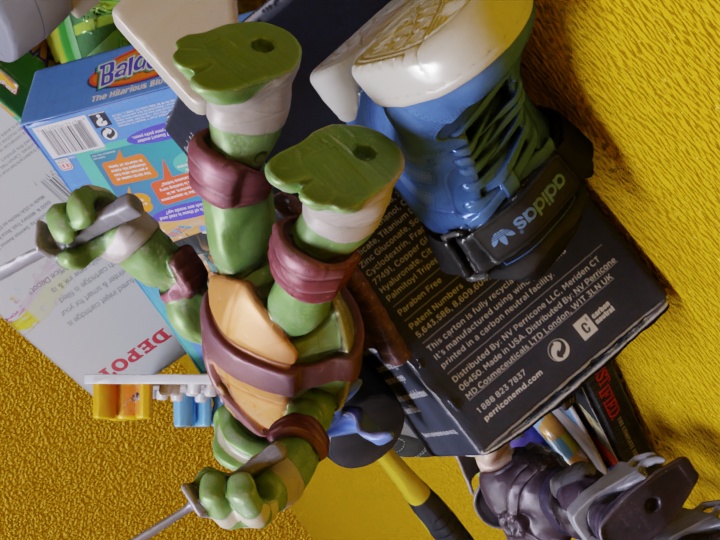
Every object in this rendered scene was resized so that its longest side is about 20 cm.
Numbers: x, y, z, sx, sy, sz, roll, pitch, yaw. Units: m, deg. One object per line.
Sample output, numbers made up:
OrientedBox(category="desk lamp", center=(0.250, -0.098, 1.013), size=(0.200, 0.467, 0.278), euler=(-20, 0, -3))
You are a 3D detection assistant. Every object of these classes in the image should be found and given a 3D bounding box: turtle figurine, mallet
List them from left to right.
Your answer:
OrientedBox(category="turtle figurine", center=(-0.067, 0.019, 1.061), size=(0.144, 0.199, 0.194), euler=(-94, 15, -48))
OrientedBox(category="mallet", center=(0.026, 0.099, 1.270), size=(0.200, 0.041, 0.066), euler=(52, 177, -39))

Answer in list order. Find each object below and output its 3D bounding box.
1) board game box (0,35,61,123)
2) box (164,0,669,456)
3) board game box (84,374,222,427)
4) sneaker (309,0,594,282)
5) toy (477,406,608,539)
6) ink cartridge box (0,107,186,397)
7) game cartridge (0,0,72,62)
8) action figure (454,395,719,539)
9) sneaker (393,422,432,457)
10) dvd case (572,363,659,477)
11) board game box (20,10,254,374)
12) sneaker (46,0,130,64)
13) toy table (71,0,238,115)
OrientedBox(category="board game box", center=(-0.183, -0.163, 1.530), size=(0.096, 0.030, 0.200), euler=(42, -144, -33))
OrientedBox(category="box", center=(0.018, -0.027, 1.224), size=(0.200, 0.104, 0.148), euler=(51, 172, -2))
OrientedBox(category="board game box", center=(-0.032, 0.075, 1.617), size=(0.200, 0.199, 0.026), euler=(22, -112, -78))
OrientedBox(category="sneaker", center=(0.048, -0.051, 1.057), size=(0.111, 0.077, 0.200), euler=(49, 169, -7))
OrientedBox(category="toy", center=(0.095, 0.112, 1.497), size=(0.115, 0.047, 0.200), euler=(40, 168, 45))
OrientedBox(category="ink cartridge box", center=(-0.156, -0.055, 1.667), size=(0.200, 0.145, 0.145), euler=(45, -154, -27))
OrientedBox(category="game cartridge", center=(-0.167, -0.146, 1.122), size=(0.133, 0.041, 0.200), euler=(52, 173, 4))
OrientedBox(category="action figure", center=(0.108, 0.111, 1.361), size=(0.130, 0.069, 0.200), euler=(49, 164, -20))
OrientedBox(category="sneaker", center=(0.000, 0.000, 1.348), size=(0.200, 0.079, 0.074), euler=(62, 139, 24))
OrientedBox(category="dvd case", center=(0.082, 0.028, 1.427), size=(0.146, 0.022, 0.200), euler=(45, 171, 38))
OrientedBox(category="board game box", center=(-0.058, -0.038, 1.480), size=(0.045, 0.152, 0.200), euler=(-80, -31, -43))
OrientedBox(category="sneaker", center=(-0.121, -0.141, 1.504), size=(0.074, 0.083, 0.200), euler=(-36, -81, -54))
OrientedBox(category="toy table", center=(-0.081, -0.166, 1.107), size=(0.200, 0.117, 0.184), euler=(47, 172, 19))
